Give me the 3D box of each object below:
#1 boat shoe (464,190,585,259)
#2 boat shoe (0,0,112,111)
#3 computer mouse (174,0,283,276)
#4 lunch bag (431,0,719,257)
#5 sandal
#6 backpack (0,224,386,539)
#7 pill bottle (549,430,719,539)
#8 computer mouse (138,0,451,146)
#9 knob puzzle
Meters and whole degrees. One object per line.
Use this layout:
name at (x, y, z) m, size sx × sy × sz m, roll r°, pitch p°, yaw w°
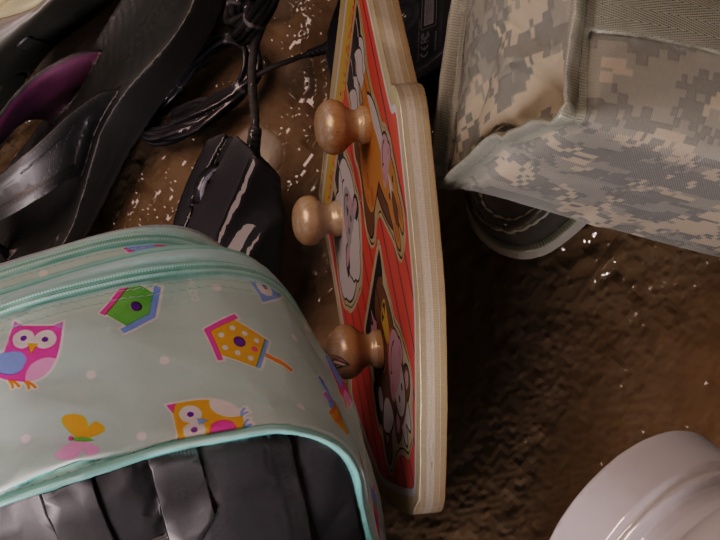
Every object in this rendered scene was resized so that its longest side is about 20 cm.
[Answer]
boat shoe at (0.088, -0.103, 0.905) m, size 0.072 × 0.060 × 0.202 m, roll 23°, pitch 87°, yaw 18°
boat shoe at (-0.189, -0.115, 1.094) m, size 0.200 × 0.076 × 0.074 m, roll -41°, pitch 80°, yaw 5°
computer mouse at (-0.054, -0.062, 0.965) m, size 0.059 × 0.034 × 0.201 m, roll 15°, pitch 100°, yaw 63°
lunch bag at (0.126, -0.115, 0.813) m, size 0.118 × 0.163 × 0.201 m, roll 152°, pitch 128°, yaw -62°
sandal at (-0.134, -0.067, 1.054) m, size 0.201 × 0.048 × 0.075 m, roll -57°, pitch 37°, yaw 11°
backpack at (-0.083, 0.073, 0.805) m, size 0.175 × 0.200 × 0.154 m, roll -15°, pitch 63°, yaw -3°
pill bottle at (0.150, 0.141, 0.742) m, size 0.200 × 0.112 × 0.112 m, roll 41°, pitch 97°, yaw 38°
computer mouse at (-0.016, -0.086, 1.004) m, size 0.199 × 0.034 × 0.059 m, roll -13°, pitch 63°, yaw 38°
knob puzzle at (0.000, 0.000, 0.865) m, size 0.030 × 0.220 × 0.221 m, roll -4°, pitch 63°, yaw -10°
